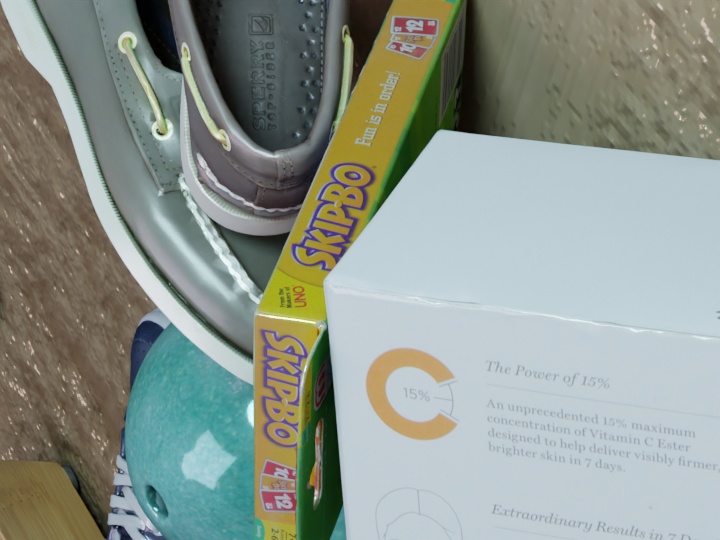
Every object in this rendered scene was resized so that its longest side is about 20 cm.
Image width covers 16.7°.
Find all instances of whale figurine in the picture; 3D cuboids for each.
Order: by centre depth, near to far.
[{"bbox_3d":[-0.021,0.102,0.938,0.159,0.103,0.201,-29,84,61],"label":"whale figurine"}]

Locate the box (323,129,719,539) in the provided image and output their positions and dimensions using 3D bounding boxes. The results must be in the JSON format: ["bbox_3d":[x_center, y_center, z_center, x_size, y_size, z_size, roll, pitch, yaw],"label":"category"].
[{"bbox_3d":[0.069,0.074,0.721,0.123,0.098,0.201,8,122,20],"label":"box"}]

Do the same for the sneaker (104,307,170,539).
[{"bbox_3d":[-0.096,0.122,1.076,0.070,0.108,0.202,23,129,51],"label":"sneaker"}]

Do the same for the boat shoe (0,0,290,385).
[{"bbox_3d":[-0.059,-0.052,0.840,0.060,0.072,0.202,-43,63,26],"label":"boat shoe"}]

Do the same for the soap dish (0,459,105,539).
[{"bbox_3d":[-0.172,0.204,1.293,0.158,0.081,0.200,56,150,20],"label":"soap dish"}]

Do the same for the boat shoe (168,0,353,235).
[{"bbox_3d":[-0.036,-0.116,0.799,0.060,0.071,0.202,120,147,-71],"label":"boat shoe"}]

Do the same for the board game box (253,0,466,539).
[{"bbox_3d":[0.000,0.000,0.763,0.030,0.201,0.096,9,130,8],"label":"board game box"}]
